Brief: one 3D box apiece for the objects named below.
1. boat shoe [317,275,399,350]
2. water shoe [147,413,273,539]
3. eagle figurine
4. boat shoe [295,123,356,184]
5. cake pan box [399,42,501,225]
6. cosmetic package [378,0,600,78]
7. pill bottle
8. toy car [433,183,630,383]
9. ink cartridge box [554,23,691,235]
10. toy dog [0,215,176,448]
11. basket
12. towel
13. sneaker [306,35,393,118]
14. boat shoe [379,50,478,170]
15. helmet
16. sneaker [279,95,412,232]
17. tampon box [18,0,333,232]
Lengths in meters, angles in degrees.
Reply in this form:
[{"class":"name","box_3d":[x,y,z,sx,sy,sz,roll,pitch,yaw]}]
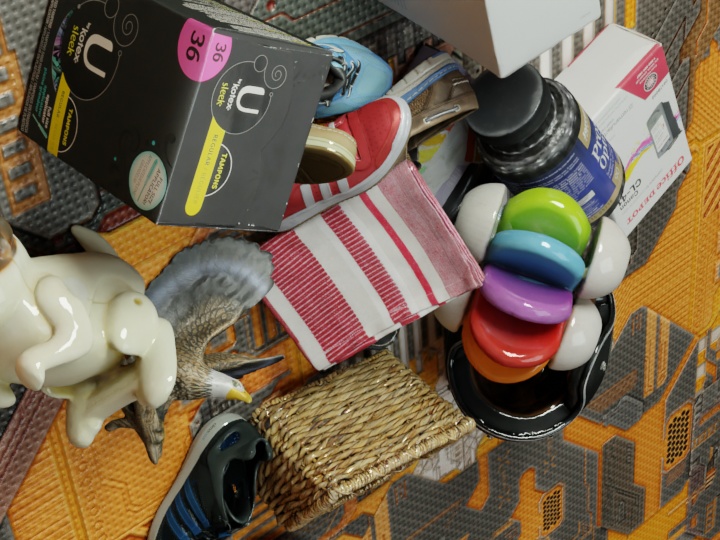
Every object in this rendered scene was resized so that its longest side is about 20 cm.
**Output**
[{"class":"boat shoe","box_3d":[-0.007,0.035,1.464,0.074,0.060,0.200,-53,140,-10]},{"class":"water shoe","box_3d":[-0.152,0.243,1.424,0.071,0.079,0.201,8,107,-48]},{"class":"eagle figurine","box_3d":[-0.157,0.081,1.311,0.152,0.151,0.200,-37,-167,38]},{"class":"boat shoe","box_3d":[-0.082,-0.119,1.190,0.074,0.199,0.067,45,63,-50]},{"class":"cake pan box","box_3d":[0.076,-0.104,1.475,0.185,0.052,0.200,-55,141,-3]},{"class":"cosmetic package","box_3d":[0.092,-0.310,1.240,0.123,0.200,0.200,-33,135,-17]},{"class":"pill bottle","box_3d":[0.185,-0.126,1.452,0.112,0.112,0.200,-56,141,-4]},{"class":"toy car","box_3d":[0.161,0.021,1.410,0.150,0.174,0.201,-63,171,-60]},{"class":"ink cartridge box","box_3d":[0.292,-0.157,1.641,0.148,0.085,0.200,-47,137,-15]},{"class":"toy dog","box_3d":[-0.257,0.025,1.129,0.199,0.139,0.195,27,56,-40]},{"class":"basket","box_3d":[-0.003,0.201,1.492,0.199,0.149,0.143,-22,136,-35]},{"class":"towel","box_3d":[0.000,0.000,1.355,0.199,0.023,0.144,-29,111,18]},{"class":"sneaker","box_3d":[-0.037,-0.167,1.282,0.199,0.090,0.079,-6,112,-46]},{"class":"boat shoe","box_3d":[0.024,-0.116,1.348,0.200,0.073,0.072,-41,169,15]},{"class":"helmet","box_3d":[0.186,0.088,1.598,0.199,0.200,0.191,-22,147,-36]},{"class":"sneaker","box_3d":[-0.055,-0.101,1.264,0.200,0.072,0.112,-33,147,33]},{"class":"tampon box","box_3d":[-0.147,-0.136,1.105,0.126,0.200,0.151,2,111,-47]}]
